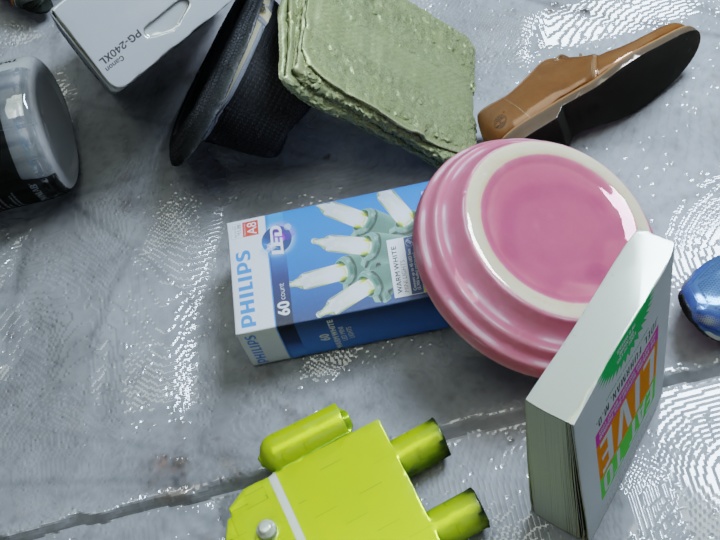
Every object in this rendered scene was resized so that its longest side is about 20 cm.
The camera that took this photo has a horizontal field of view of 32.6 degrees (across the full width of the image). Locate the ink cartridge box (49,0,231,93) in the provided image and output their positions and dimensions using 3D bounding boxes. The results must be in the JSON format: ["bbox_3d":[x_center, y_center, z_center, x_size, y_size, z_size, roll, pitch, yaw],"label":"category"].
[{"bbox_3d":[-0.180,-0.224,1.040,0.145,0.200,0.084,-40,103,-5],"label":"ink cartridge box"}]

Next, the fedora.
[{"bbox_3d":[-0.087,-0.158,1.041,0.091,0.200,0.203,28,64,-14],"label":"fedora"}]

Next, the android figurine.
[{"bbox_3d":[-0.015,0.187,0.873,0.198,0.041,0.183,-24,59,-5],"label":"android figurine"}]

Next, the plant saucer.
[{"bbox_3d":[0.138,-0.020,0.908,0.197,0.051,0.203,9,57,-14],"label":"plant saucer"}]

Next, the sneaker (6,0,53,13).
[{"bbox_3d":[-0.281,-0.328,1.212,0.086,0.080,0.201,35,80,14],"label":"sneaker"}]

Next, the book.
[{"bbox_3d":[0.158,0.079,0.804,0.048,0.201,0.134,27,69,25],"label":"book"}]

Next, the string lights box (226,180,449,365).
[{"bbox_3d":[0.000,0.000,0.964,0.197,0.059,0.104,-12,60,5],"label":"string lights box"}]

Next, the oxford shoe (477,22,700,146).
[{"bbox_3d":[0.185,-0.157,1.011,0.198,0.072,0.072,-28,57,-3],"label":"oxford shoe"}]

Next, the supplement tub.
[{"bbox_3d":[-0.354,-0.103,1.059,0.197,0.123,0.124,-14,58,3],"label":"supplement tub"}]

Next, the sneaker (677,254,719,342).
[{"bbox_3d":[0.322,-0.015,0.889,0.198,0.090,0.079,-22,57,-2],"label":"sneaker"}]

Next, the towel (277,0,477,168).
[{"bbox_3d":[0.016,-0.171,1.007,0.036,0.198,0.150,-34,43,46],"label":"towel"}]
